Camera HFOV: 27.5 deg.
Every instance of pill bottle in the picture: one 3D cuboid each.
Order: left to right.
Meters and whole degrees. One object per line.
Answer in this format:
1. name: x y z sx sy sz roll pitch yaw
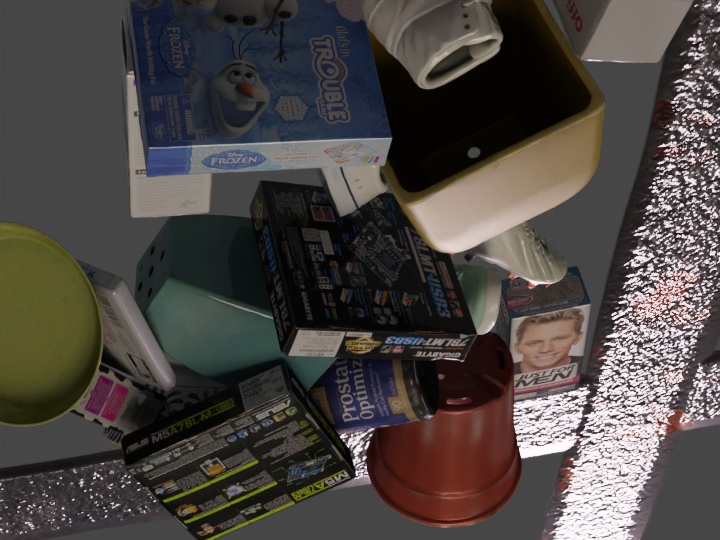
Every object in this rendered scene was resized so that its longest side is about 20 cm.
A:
1. pill bottle: -0.018 0.128 1.664 0.199 0.113 0.112 -11 147 15

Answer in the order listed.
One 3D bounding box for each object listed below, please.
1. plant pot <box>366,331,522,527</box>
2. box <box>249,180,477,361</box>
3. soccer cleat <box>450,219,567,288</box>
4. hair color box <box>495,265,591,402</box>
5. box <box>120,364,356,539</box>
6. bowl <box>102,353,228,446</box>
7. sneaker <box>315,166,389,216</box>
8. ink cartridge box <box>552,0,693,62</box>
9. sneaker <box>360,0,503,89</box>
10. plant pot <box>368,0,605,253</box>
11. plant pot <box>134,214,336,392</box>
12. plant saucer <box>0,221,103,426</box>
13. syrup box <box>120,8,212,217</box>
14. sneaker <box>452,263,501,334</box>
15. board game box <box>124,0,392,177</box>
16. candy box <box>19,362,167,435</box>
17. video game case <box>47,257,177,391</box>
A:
1. plant pot: 0.108 0.174 1.798 0.199 0.202 0.196 -7 137 -8
2. box: 0.000 0.000 1.494 0.197 0.201 0.050 4 137 -24
3. soccer cleat: 0.170 -0.036 1.621 0.199 0.069 0.078 18 118 -40
4. hair color box: 0.221 0.083 1.806 0.099 0.061 0.201 -11 145 -4
5. box: -0.128 0.203 1.588 0.199 0.048 0.193 -25 141 7
6. bowl: -0.194 0.149 1.702 0.199 0.095 0.201 6 -174 -1
7. sneaker: -0.017 -0.131 1.433 0.070 0.073 0.200 -29 151 -5
8. ink cartridge box: 0.229 -0.291 1.211 0.084 0.145 0.200 0 144 -19
9. sneaker: 0.103 -0.241 1.236 0.200 0.116 0.074 -44 150 15
10. plant pot: 0.104 -0.129 1.348 0.193 0.196 0.200 -26 152 0
11. plant pot: -0.131 0.029 1.554 0.199 0.142 0.141 20 134 -24
12. plant saucer: -0.332 0.050 1.423 0.199 0.201 0.031 -29 -179 21
13. syrup box: -0.176 -0.142 1.342 0.081 0.079 0.201 -4 144 -12
14. sneaker: 0.071 0.025 1.597 0.117 0.074 0.200 8 179 -20
15. board game box: -0.089 -0.173 1.220 0.197 0.201 0.043 -4 148 -14
16. candy box: -0.316 0.114 1.566 0.136 0.061 0.200 20 171 29
17. video game case: -0.291 0.039 1.515 0.181 0.022 0.200 21 153 23
